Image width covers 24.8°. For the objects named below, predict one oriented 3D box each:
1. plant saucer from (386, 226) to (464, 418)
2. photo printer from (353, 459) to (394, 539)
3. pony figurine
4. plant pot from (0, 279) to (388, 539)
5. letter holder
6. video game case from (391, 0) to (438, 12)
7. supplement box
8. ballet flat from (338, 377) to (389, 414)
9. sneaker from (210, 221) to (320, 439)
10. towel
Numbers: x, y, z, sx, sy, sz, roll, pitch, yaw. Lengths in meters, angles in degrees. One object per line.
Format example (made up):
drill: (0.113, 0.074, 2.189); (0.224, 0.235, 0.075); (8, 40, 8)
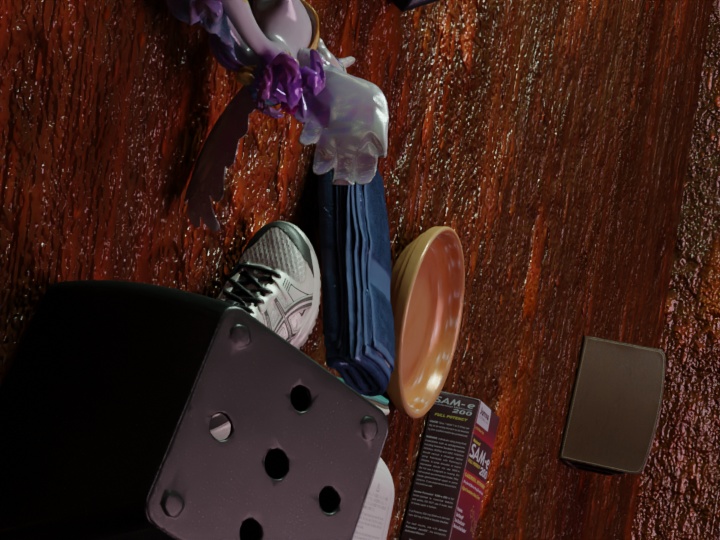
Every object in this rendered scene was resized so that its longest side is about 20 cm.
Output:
plant saucer: (0.061, 0.052, 1.710); (0.200, 0.037, 0.202); (11, 90, -70)
photo printer: (-0.028, 0.255, 1.507); (0.166, 0.069, 0.202); (34, 66, -68)
pony figurine: (-0.060, -0.145, 1.158); (0.201, 0.165, 0.194); (59, 35, -39)
plant pot: (-0.102, 0.124, 0.970); (0.199, 0.177, 0.201); (37, 58, -27)
letter holder: (0.411, 0.221, 2.599); (0.101, 0.141, 0.202); (40, 61, -67)
video game case: (0.131, -0.336, 1.519); (0.180, 0.026, 0.201); (-25, 156, -43)
supplement box: (0.102, 0.250, 1.879); (0.109, 0.060, 0.202); (42, 59, -66)
ballet flat: (-0.039, 0.118, 1.437); (0.200, 0.069, 0.070); (31, 70, -62)
sneaker: (-0.087, 0.042, 1.240); (0.088, 0.075, 0.202); (64, 39, -58)
towel: (0.000, 0.000, 1.415); (0.112, 0.048, 0.202); (52, 32, -65)
